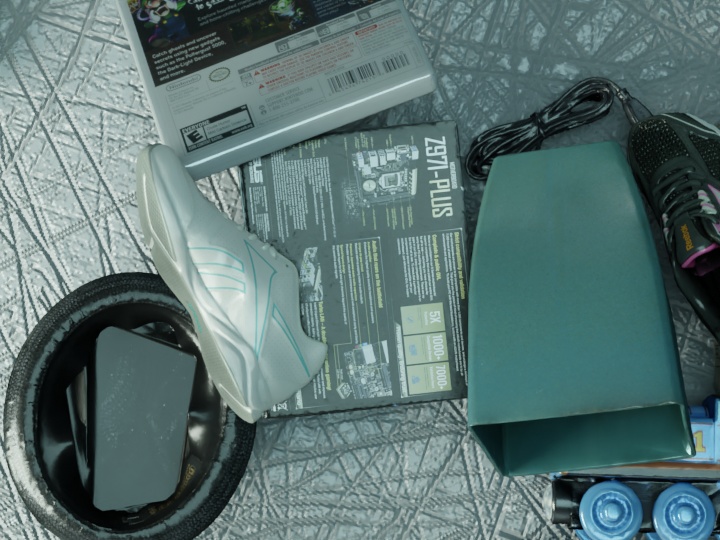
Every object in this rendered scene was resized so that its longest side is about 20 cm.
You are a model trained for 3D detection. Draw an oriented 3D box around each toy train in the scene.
[{"bbox_3d":[0.233,0.147,1.334,0.198,0.087,0.116,2,78,1],"label":"toy train"}]

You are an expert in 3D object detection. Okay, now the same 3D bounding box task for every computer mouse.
[{"bbox_3d":[0.182,-0.041,1.358,0.140,0.046,0.201,-33,78,6],"label":"computer mouse"}]

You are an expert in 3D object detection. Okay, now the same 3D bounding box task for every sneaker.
[{"bbox_3d":[-0.092,0.000,1.259,0.080,0.070,0.202,-28,96,-17],"label":"sneaker"},{"bbox_3d":[0.240,-0.027,1.248,0.080,0.086,0.201,-42,64,26],"label":"sneaker"}]

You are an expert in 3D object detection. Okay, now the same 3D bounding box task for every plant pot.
[{"bbox_3d":[0.147,0.023,1.264,0.140,0.141,0.202,-8,68,11],"label":"plant pot"}]

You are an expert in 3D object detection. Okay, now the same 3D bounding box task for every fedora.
[{"bbox_3d":[-0.163,0.105,1.322,0.198,0.092,0.203,0,84,-2],"label":"fedora"}]

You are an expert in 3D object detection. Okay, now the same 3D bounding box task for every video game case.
[{"bbox_3d":[-0.064,-0.166,1.326,0.198,0.023,0.183,-21,56,-1],"label":"video game case"}]

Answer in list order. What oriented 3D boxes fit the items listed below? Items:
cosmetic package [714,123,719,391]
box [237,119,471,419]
[{"bbox_3d":[0.307,-0.010,1.330,0.086,0.103,0.202,0,89,0],"label":"cosmetic package"},{"bbox_3d":[0.000,0.000,1.332,0.162,0.086,0.202,-7,88,0],"label":"box"}]
